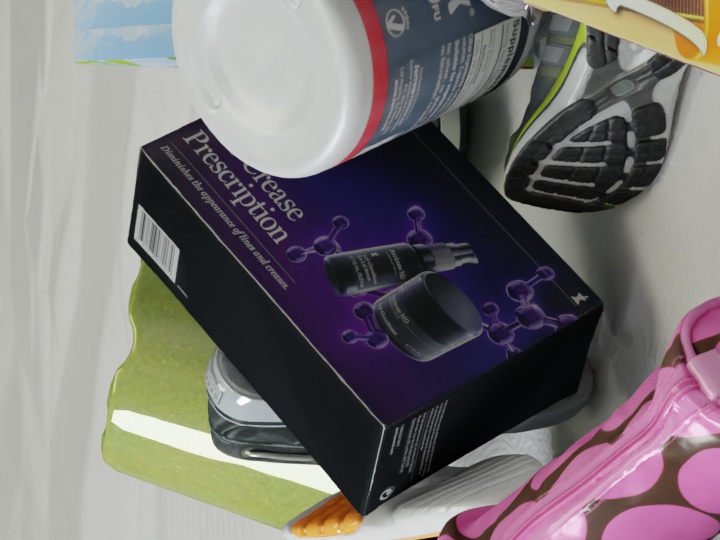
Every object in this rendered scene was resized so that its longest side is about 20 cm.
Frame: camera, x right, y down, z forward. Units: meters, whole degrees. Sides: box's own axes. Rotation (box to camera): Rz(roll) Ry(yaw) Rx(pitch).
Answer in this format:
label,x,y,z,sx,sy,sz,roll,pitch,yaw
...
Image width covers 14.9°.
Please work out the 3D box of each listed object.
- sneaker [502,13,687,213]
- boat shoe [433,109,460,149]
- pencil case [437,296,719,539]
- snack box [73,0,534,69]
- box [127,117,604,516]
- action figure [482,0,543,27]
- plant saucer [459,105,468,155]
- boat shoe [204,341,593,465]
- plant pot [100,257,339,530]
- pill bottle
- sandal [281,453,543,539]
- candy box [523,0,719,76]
label,x,y,z,sx,sy,sz,roll,pitch,yaw
sneaker,0.118,-0.105,1.297,0.201,0.073,0.081,115,160,-45
boat shoe,0.004,-0.042,1.579,0.200,0.061,0.073,115,150,-55
pencil case,0.113,0.091,1.155,0.200,0.093,0.091,-47,47,37
snack box,-0.031,-0.141,1.485,0.168,0.199,0.068,5,93,57
box,0.000,0.000,1.347,0.200,0.141,0.079,47,146,26
action figure,0.054,-0.191,1.196,0.104,0.200,0.195,16,131,33
plant saucer,0.028,-0.096,1.651,0.200,0.027,0.202,179,90,-73
boat shoe,0.017,0.061,1.396,0.071,0.198,0.073,104,164,-52
plant pot,-0.043,0.063,1.524,0.200,0.183,0.202,-168,90,-90
pill bottle,0.017,-0.130,1.313,0.119,0.199,0.120,21,124,36
sandal,0.029,0.133,1.339,0.206,0.079,0.060,-13,102,63
candy box,0.140,-0.190,1.126,0.115,0.055,0.201,24,121,31
